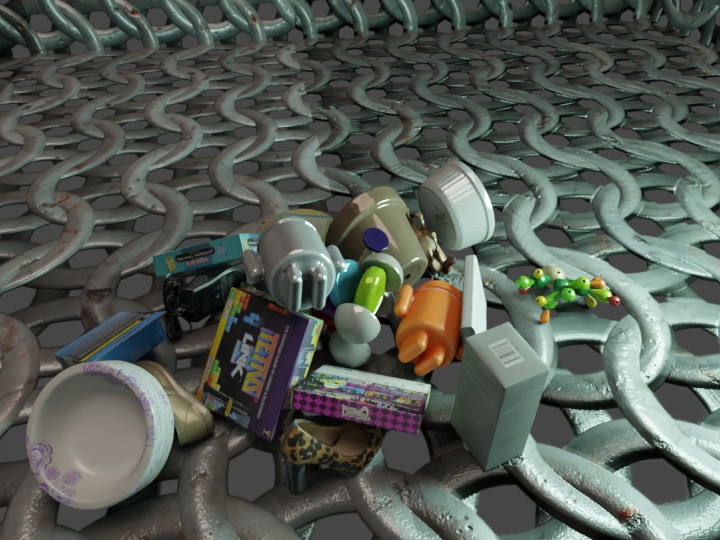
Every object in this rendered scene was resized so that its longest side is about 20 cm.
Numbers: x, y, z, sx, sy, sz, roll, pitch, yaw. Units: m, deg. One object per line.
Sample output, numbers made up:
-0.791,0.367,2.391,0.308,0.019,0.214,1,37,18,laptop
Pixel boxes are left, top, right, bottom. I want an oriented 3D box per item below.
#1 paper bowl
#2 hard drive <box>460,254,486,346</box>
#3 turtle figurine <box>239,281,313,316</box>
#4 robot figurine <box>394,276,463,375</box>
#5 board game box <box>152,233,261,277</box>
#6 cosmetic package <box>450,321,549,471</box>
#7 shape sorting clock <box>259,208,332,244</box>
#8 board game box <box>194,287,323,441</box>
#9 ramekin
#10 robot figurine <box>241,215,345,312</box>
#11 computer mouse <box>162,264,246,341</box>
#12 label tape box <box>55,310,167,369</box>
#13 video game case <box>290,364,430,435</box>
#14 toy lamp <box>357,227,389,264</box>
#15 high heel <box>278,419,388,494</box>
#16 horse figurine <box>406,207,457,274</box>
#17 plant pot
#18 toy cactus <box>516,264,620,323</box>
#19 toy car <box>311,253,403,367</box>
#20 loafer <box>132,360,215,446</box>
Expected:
-0.375,0.237,0.825,0.196,0.205,0.104,-1,-7,5,paper bowl
0.213,0.085,1.034,0.026,0.133,0.202,-7,36,19,hard drive
-0.181,0.042,1.071,0.197,0.147,0.193,-7,25,-37,turtle figurine
0.135,0.100,1.031,0.141,0.118,0.201,10,40,17,robot figurine
-0.301,-0.033,1.152,0.196,0.048,0.151,-13,1,14,board game box
0.205,0.195,0.843,0.089,0.203,0.107,-17,43,-18,cosmetic package
-0.144,-0.081,1.320,0.196,0.040,0.202,1,39,-1,shape sorting clock
-0.169,0.150,0.916,0.163,0.204,0.057,18,-1,25,board game box
0.211,-0.141,1.274,0.093,0.205,0.203,-27,44,-13,ramekin
-0.109,-0.015,0.912,0.166,0.115,0.201,-1,32,-20,robot figurine
-0.316,0.042,1.111,0.052,0.141,0.199,25,35,31,computer mouse
-0.423,0.135,0.968,0.198,0.064,0.144,-4,28,45,label tape box
0.009,0.201,0.893,0.196,0.037,0.181,9,4,11,video game case
0.000,0.000,1.091,0.057,0.201,0.059,11,53,-15,toy lamp
-0.028,0.241,0.830,0.198,0.145,0.071,-25,44,-27,high heel
0.156,-0.055,1.239,0.049,0.133,0.201,-28,49,1,horse figurine
0.050,-0.048,1.177,0.198,0.202,0.175,-25,61,-28,plant pot
0.413,0.036,1.146,0.196,0.104,0.165,-1,19,3,toy cactus
-0.019,0.058,1.004,0.148,0.201,0.176,25,55,8,toy car
-0.328,0.218,0.918,0.198,0.077,0.068,24,38,27,loafer
